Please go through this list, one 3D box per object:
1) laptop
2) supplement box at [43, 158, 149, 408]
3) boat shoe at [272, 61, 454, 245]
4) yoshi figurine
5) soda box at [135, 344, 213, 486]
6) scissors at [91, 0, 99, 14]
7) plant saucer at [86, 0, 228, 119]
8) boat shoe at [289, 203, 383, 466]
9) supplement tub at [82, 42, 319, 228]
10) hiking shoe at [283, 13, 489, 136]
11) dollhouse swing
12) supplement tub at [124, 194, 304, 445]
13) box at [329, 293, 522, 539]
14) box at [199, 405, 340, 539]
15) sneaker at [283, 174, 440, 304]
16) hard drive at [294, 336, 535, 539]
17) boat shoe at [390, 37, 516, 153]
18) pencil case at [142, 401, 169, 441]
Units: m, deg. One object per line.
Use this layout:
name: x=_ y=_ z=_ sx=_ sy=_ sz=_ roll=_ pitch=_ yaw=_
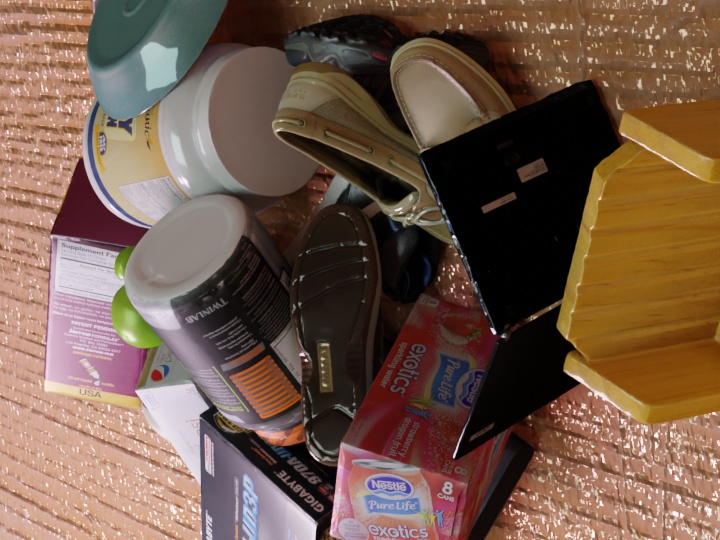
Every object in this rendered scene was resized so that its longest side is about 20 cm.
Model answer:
laptop: x=0.113 y=-0.002 z=1.122 sx=0.103 sy=0.176 sz=0.202 roll=-21 pitch=94 yaw=52
supplement box: x=-0.245 y=0.014 z=1.584 sx=0.102 sy=0.132 sz=0.202 roll=10 pitch=127 yaw=-1
boat shoe: x=0.016 y=-0.072 z=1.212 sx=0.073 sy=0.064 sz=0.200 roll=-7 pitch=140 yaw=48
yoshi figurine: x=-0.151 y=0.021 z=1.426 sx=0.111 sy=0.199 sz=0.114 roll=-10 pitch=83 yaw=33
soda box: x=-0.134 y=0.147 z=1.520 sx=0.063 sy=0.069 sz=0.201 roll=-7 pitch=134 yaw=22
scissors: x=-0.244 y=-0.184 z=1.592 sx=0.073 sy=0.014 sz=0.202 roll=36 pitch=132 yaw=31
plant saucer: x=-0.175 y=-0.224 z=1.362 sx=0.199 sy=0.036 sz=0.202 roll=-33 pitch=43 yaw=36
boat shoe: x=-0.015 y=0.051 z=1.289 sx=0.074 sy=0.075 sz=0.205 roll=3 pitch=87 yaw=17
supplement tub: x=-0.134 y=-0.115 z=1.388 sx=0.199 sy=0.144 sz=0.146 roll=-6 pitch=105 yaw=51
hiking shoe: x=0.013 y=-0.137 z=1.253 sx=0.199 sy=0.075 sz=0.102 roll=20 pitch=121 yaw=43
dollhouse swing: x=0.249 y=0.025 z=0.992 sx=0.176 sy=0.180 sz=0.202 roll=-123 pitch=33 yaw=-45
supplement tub: x=-0.094 y=0.046 z=1.329 sx=0.122 sy=0.123 sz=0.201 roll=16 pitch=149 yaw=45
box: x=0.057 y=0.118 z=1.223 sx=0.099 sy=0.200 sz=0.096 roll=16 pitch=126 yaw=12
box: x=-0.078 y=0.230 z=1.439 sx=0.159 sy=0.046 sz=0.202 roll=38 pitch=141 yaw=32
sneaker: x=0.000 y=0.000 z=1.347 sx=0.112 sy=0.073 sz=0.201 roll=52 pitch=140 yaw=19
hard drive: x=0.035 y=0.154 z=1.364 sx=0.199 sy=0.033 sz=0.141 roll=35 pitch=100 yaw=35
boat shoe: x=0.086 y=-0.075 z=1.163 sx=0.074 sy=0.067 sz=0.201 roll=-31 pitch=104 yaw=30
pencil case: x=-0.153 y=0.090 z=1.576 sx=0.089 sy=0.078 sz=0.201 roll=23 pitch=138 yaw=-4
